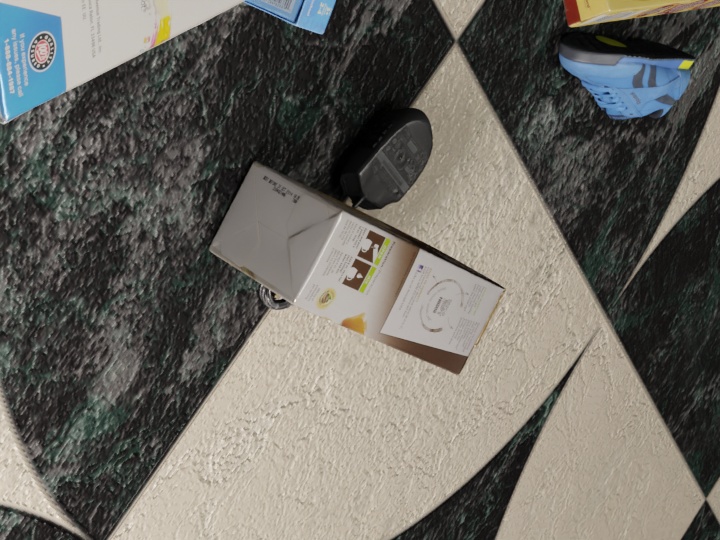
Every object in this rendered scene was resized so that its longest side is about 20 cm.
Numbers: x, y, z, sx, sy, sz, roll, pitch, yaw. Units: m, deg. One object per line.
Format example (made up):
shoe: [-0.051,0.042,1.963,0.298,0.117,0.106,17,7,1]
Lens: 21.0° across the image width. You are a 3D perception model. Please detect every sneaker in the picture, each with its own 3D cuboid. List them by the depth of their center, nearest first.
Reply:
sneaker: [0.239,-0.170,1.774,0.199,0.066,0.079,-2,117,-54]

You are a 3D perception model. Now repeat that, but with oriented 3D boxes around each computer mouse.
computer mouse: [-0.015,-0.051,1.542,0.200,0.034,0.059,-48,135,-11]

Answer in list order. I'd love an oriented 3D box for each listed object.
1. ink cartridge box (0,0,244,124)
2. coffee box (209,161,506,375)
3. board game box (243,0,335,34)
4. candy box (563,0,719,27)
ink cartridge box: [-0.176,-0.207,1.099,0.200,0.144,0.148,-32,137,-38]
coffee box: [0.000,0.000,1.478,0.199,0.114,0.080,25,95,-44]
board game box: [-0.051,-0.269,1.225,0.036,0.151,0.201,8,106,-56]
candy box: [0.249,-0.277,1.646,0.199,0.056,0.118,-12,89,-36]
